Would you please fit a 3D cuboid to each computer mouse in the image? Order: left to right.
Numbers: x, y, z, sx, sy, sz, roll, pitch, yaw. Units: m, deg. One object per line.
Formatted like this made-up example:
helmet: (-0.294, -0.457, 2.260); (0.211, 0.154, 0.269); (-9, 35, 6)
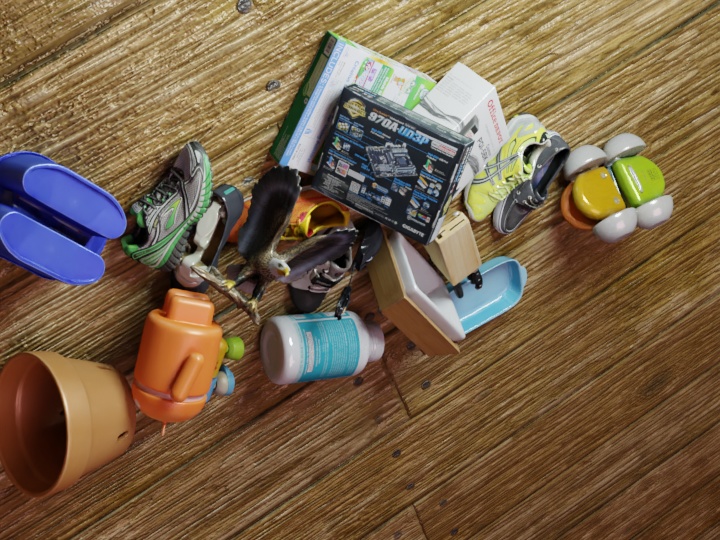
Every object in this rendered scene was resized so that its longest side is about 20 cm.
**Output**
computer mouse: (0.000, 0.000, 1.499); (0.034, 0.202, 0.059); (23, 146, -2)

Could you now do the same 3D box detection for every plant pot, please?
plant pot: (-0.420, 0.214, 1.369); (0.139, 0.200, 0.202); (-2, 124, -51)

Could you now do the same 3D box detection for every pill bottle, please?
pill bottle: (-0.060, 0.126, 1.580); (0.197, 0.111, 0.112); (-3, 123, -30)

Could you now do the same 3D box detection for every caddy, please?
caddy: (-0.405, -0.066, 1.227); (0.199, 0.104, 0.143); (34, 76, -43)

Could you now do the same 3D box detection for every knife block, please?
knife block: (0.164, -0.019, 1.583); (0.064, 0.200, 0.177); (-36, 104, -4)

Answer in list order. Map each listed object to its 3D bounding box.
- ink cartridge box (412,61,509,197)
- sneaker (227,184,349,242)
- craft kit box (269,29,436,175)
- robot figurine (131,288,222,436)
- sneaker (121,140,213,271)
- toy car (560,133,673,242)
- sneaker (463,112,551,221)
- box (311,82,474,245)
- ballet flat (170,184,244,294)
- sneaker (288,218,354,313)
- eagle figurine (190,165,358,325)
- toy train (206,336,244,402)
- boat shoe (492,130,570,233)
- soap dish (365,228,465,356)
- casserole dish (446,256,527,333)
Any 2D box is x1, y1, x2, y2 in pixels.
ink cartridge box: (0.128, -0.193, 1.453); (0.200, 0.083, 0.147); (-47, 150, -6)
sneaker: (-0.113, -0.079, 1.412); (0.197, 0.078, 0.074); (-16, 136, -2)
craft kit box: (-0.010, -0.228, 1.407); (0.196, 0.049, 0.202); (16, 112, -37)
robot figurine: (-0.268, 0.133, 1.374); (0.116, 0.142, 0.203); (0, 107, -59)
sneaker: (-0.267, -0.089, 1.314); (0.084, 0.078, 0.202); (14, 114, -38)
toy car: (0.451, -0.136, 1.711); (0.197, 0.177, 0.150); (-18, 165, -21)
sneaker: (0.244, -0.166, 1.591); (0.075, 0.077, 0.202); (14, 115, -40)
box: (0.042, -0.151, 1.341); (0.046, 0.198, 0.161); (-37, 151, -62)
ballet flat: (-0.234, -0.035, 1.378); (0.072, 0.073, 0.202); (17, 108, -39)
sneaker: (-0.059, -0.005, 1.506); (0.073, 0.089, 0.202); (-3, 125, -32)
eagle figurine: (-0.118, -0.027, 1.355); (0.201, 0.150, 0.152); (-51, 151, -7)
toy train: (-0.231, 0.121, 1.495); (0.115, 0.084, 0.202); (1, 120, -47)
boat shoe: (0.303, -0.144, 1.652); (0.069, 0.066, 0.202); (18, 111, -40)
soap dish: (0.089, 0.044, 1.596); (0.081, 0.159, 0.200); (-31, 136, 15)
casserole dish: (0.218, 0.044, 1.753); (0.198, 0.039, 0.122); (-28, 133, -12)
